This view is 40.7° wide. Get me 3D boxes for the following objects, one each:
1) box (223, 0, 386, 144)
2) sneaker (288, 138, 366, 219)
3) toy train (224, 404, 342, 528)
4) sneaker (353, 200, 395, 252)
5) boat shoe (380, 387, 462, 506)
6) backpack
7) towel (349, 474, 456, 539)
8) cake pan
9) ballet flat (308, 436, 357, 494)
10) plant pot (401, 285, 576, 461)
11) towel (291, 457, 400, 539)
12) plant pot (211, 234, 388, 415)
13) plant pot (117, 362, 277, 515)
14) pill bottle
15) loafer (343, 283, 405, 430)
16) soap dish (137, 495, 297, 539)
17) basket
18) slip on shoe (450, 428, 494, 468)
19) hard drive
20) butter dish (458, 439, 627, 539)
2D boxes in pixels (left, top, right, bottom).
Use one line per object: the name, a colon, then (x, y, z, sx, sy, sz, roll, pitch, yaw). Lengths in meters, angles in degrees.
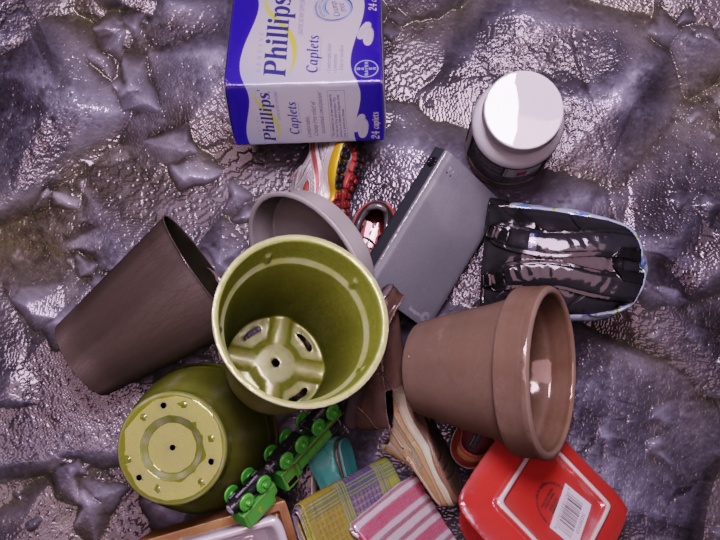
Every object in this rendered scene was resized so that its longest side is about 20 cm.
box: (-0.068, -0.268, 1.258, 0.198, 0.105, 0.185, -2, 54, 2)
sneaker: (-0.056, -0.092, 1.299, 0.082, 0.078, 0.201, 17, 90, 32)
toy train: (-0.090, 0.234, 1.197, 0.042, 0.057, 0.200, 15, 47, 40)
sneaker: (0.000, 0.000, 1.273, 0.076, 0.082, 0.202, 8, 84, 3)
boat shoe: (0.062, 0.219, 1.263, 0.076, 0.072, 0.201, -29, 76, 13)
backpack: (0.265, -0.006, 1.244, 0.199, 0.154, 0.165, -1, 79, 23)
towel: (0.074, 0.371, 1.212, 0.030, 0.146, 0.201, -37, 81, 36)
cake pan: (-0.058, -0.013, 1.206, 0.037, 0.200, 0.201, -35, 82, -37)
ballet flat: (-0.022, 0.317, 1.258, 0.070, 0.067, 0.201, -20, 83, 24)
plant pot: (0.149, 0.120, 1.161, 0.173, 0.200, 0.202, -2, 83, 29)
towel: (-0.001, 0.325, 1.201, 0.023, 0.199, 0.145, -23, 87, 38)
plant pot: (-0.086, 0.087, 1.147, 0.199, 0.184, 0.202, 6, 67, -13)
plant pot: (-0.213, 0.215, 1.203, 0.199, 0.193, 0.202, 0, 84, 2)
pill bottle: (0.194, -0.177, 1.225, 0.115, 0.200, 0.117, 0, 85, 2)
loafer: (0.032, 0.111, 1.204, 0.070, 0.073, 0.201, 15, 114, 10)
soap dish: (-0.168, 0.377, 1.222, 0.199, 0.081, 0.158, -16, 105, 0)
basket: (-0.281, 0.058, 1.255, 0.199, 0.136, 0.181, -34, 102, 2)
slip on shoe: (0.180, 0.164, 1.256, 0.074, 0.061, 0.201, 30, 78, 6)
hard drive: (0.091, -0.038, 1.256, 0.033, 0.139, 0.201, 27, 83, 49)
butter dish: (0.200, 0.311, 1.209, 0.199, 0.148, 0.200, 45, 48, 0)
